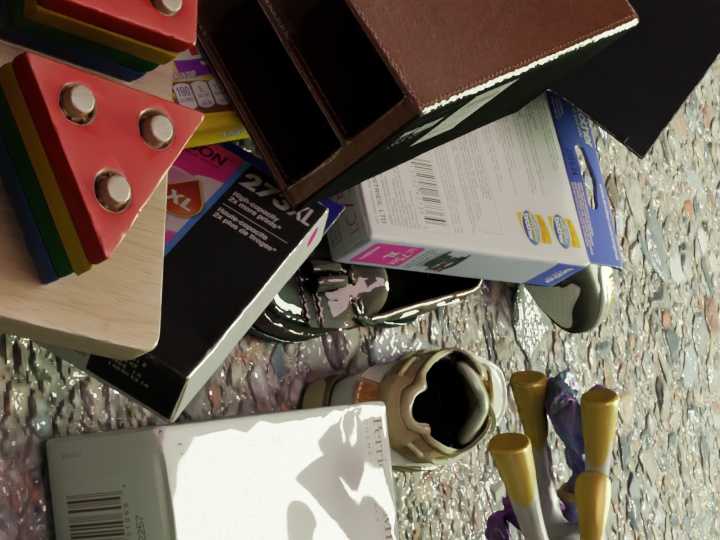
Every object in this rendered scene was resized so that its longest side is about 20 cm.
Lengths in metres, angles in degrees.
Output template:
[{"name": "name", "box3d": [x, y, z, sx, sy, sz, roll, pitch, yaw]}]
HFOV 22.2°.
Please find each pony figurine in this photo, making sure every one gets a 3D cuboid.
[{"name": "pony figurine", "box3d": [0.115, 0.162, 1.026, 0.193, 0.165, 0.201, -58, 143, -70]}]

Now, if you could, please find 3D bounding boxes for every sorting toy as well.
[{"name": "sorting toy", "box3d": [-0.147, -0.085, 0.721, 0.199, 0.069, 0.200, 16, 65, -38]}]

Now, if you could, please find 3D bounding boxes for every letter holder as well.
[{"name": "letter holder", "box3d": [0.021, -0.139, 0.920, 0.200, 0.100, 0.143, -27, 84, -47]}]

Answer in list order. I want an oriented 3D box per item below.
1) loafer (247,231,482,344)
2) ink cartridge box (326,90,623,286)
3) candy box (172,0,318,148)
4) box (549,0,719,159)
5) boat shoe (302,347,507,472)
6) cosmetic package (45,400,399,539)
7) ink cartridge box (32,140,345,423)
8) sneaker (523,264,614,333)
[{"name": "loafer", "box3d": [0.000, 0.000, 1.020, 0.200, 0.063, 0.072, -1, 83, -60]}, {"name": "ink cartridge box", "box3d": [0.059, -0.055, 1.042, 0.199, 0.042, 0.120, 5, 63, -37]}, {"name": "candy box", "box3d": [-0.050, -0.120, 0.937, 0.199, 0.026, 0.103, -15, 73, -48]}, {"name": "box", "box3d": [0.133, -0.171, 1.111, 0.182, 0.104, 0.200, 37, 15, 2]}, {"name": "boat shoe", "box3d": [0.046, 0.082, 1.071, 0.200, 0.068, 0.075, -10, 90, -61]}, {"name": "cosmetic package", "box3d": [-0.058, 0.119, 0.880, 0.200, 0.074, 0.102, -2, 85, -59]}, {"name": "ink cartridge box", "box3d": [-0.080, -0.015, 0.864, 0.200, 0.094, 0.037, -52, 170, -54]}, {"name": "sneaker", "box3d": [0.099, -0.032, 1.211, 0.088, 0.075, 0.201, -44, 118, -37]}]
